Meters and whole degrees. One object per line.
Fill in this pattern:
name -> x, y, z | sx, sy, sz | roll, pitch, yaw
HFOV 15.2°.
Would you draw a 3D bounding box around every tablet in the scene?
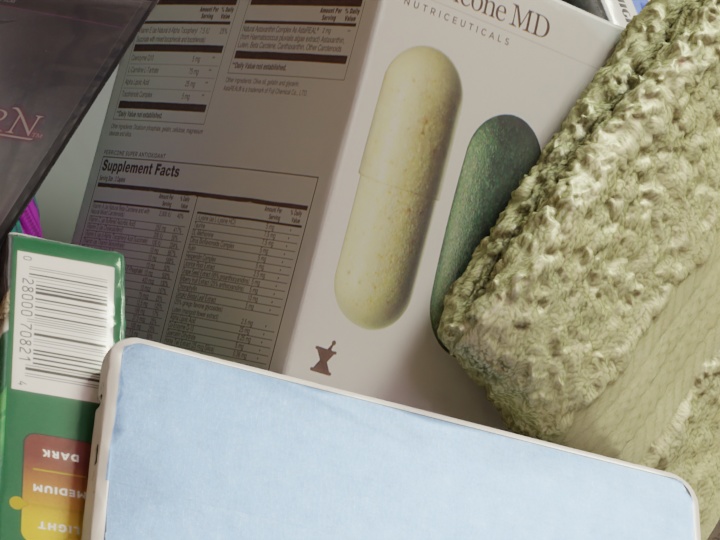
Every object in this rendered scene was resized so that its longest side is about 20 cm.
tablet -> 0.014, 0.094, 0.807 | 0.199, 0.014, 0.131 | 15, 48, -15

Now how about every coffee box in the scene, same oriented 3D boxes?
coffee box -> -0.110, 0.102, 0.832 | 0.044, 0.123, 0.201 | 12, 50, -19

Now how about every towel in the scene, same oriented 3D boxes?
towel -> 0.115, -0.008, 0.915 | 0.200, 0.036, 0.149 | -52, 123, -23

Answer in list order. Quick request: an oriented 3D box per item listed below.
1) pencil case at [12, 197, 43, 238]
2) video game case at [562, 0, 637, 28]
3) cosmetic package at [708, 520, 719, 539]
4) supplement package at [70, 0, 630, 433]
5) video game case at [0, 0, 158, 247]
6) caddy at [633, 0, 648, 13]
pencil case -> -0.139, -0.059, 0.877 | 0.092, 0.200, 0.085 | 4, 48, -8
video game case -> 0.050, -0.031, 1.055 | 0.023, 0.200, 0.182 | 2, 57, -36
cosmetic package -> 0.211, 0.117, 1.126 | 0.200, 0.167, 0.167 | 42, 36, -12
supplement package -> 0.000, 0.000, 0.944 | 0.151, 0.150, 0.201 | 18, 84, -36
video game case -> -0.166, -0.029, 0.812 | 0.142, 0.200, 0.019 | 7, 45, -36
caddy -> 0.094, -0.062, 1.210 | 0.141, 0.105, 0.200 | 35, 39, -18
